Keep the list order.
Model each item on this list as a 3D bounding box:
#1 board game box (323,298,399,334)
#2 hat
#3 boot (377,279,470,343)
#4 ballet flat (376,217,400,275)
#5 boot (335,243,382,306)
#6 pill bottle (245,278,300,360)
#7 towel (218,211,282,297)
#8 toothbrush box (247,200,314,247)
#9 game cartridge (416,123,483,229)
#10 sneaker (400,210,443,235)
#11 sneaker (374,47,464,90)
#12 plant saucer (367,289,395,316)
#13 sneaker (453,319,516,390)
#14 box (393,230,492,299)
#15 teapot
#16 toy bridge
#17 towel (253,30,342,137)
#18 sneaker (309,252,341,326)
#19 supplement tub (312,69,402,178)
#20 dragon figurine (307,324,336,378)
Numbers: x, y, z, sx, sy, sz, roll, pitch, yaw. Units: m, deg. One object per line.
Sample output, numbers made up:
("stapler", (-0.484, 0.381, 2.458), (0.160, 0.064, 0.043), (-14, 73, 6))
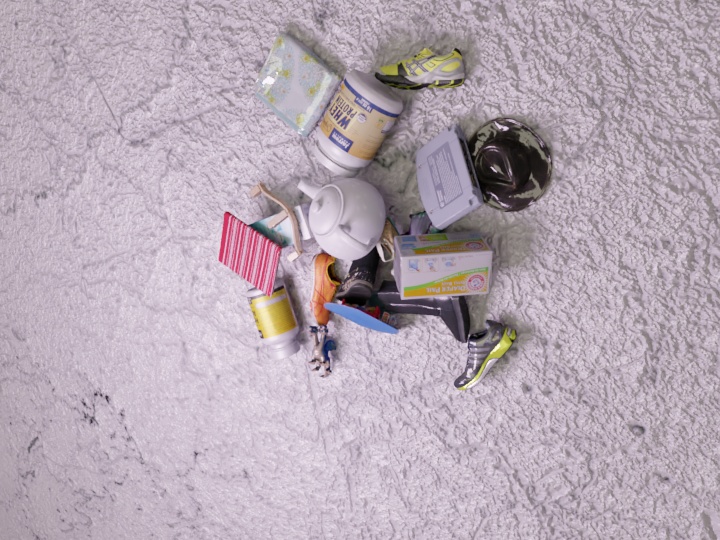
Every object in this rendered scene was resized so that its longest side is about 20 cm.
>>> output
("board game box", (0.006, 0.102, 1.355), (0.157, 0.198, 0.039), (-1, 64, 55))
("hat", (0.298, -0.217, 1.152), (0.197, 0.081, 0.204), (7, 107, 24))
("boot", (0.152, 0.098, 1.301), (0.197, 0.066, 0.167), (0, 128, 25))
("ballet flat", (0.086, -0.028, 1.287), (0.065, 0.070, 0.201), (-36, 99, -13))
("boot", (0.002, 0.000, 1.364), (0.072, 0.204, 0.156), (18, 72, -11))
("pill bottle", (-0.232, 0.134, 1.502), (0.110, 0.111, 0.203), (-14, 97, 29))
("towel", (-0.275, -0.042, 1.357), (0.199, 0.022, 0.146), (32, 124, 24))
("toothbrush box", (-0.179, -0.109, 1.388), (0.197, 0.146, 0.087), (-18, 97, 28))
("game cartridge", (0.184, -0.197, 1.185), (0.132, 0.040, 0.203), (-30, 59, 37))
("sneaker", (0.157, -0.122, 1.257), (0.087, 0.074, 0.201), (43, 119, 15))
("sneaker", (0.128, -0.436, 1.190), (0.196, 0.075, 0.078), (5, 99, 15))
("plant saucer", (0.102, 0.072, 1.369), (0.197, 0.019, 0.071), (-13, 97, 30))
("sneaker", (0.275, 0.194, 1.283), (0.080, 0.074, 0.201), (36, 110, 6))
("box", (0.177, -0.013, 1.199), (0.196, 0.113, 0.103), (-4, 117, -4))
("teapot", (-0.047, -0.122, 1.236), (0.198, 0.145, 0.201), (-12, 71, 44))
("toy bridge", (-0.189, -0.123, 1.290), (0.067, 0.027, 0.202), (-31, 88, 27))
("towel", (-0.159, -0.453, 1.339), (0.200, 0.048, 0.172), (42, 119, 11))
("sneaker", (-0.090, 0.056, 1.434), (0.076, 0.073, 0.204), (6, 111, 12))
("supplement tub", (-0.010, -0.327, 1.242), (0.144, 0.144, 0.201), (40, 118, 11))
("dragon figurine", (-0.100, 0.218, 1.477), (0.058, 0.101, 0.201), (2, 149, 13))
